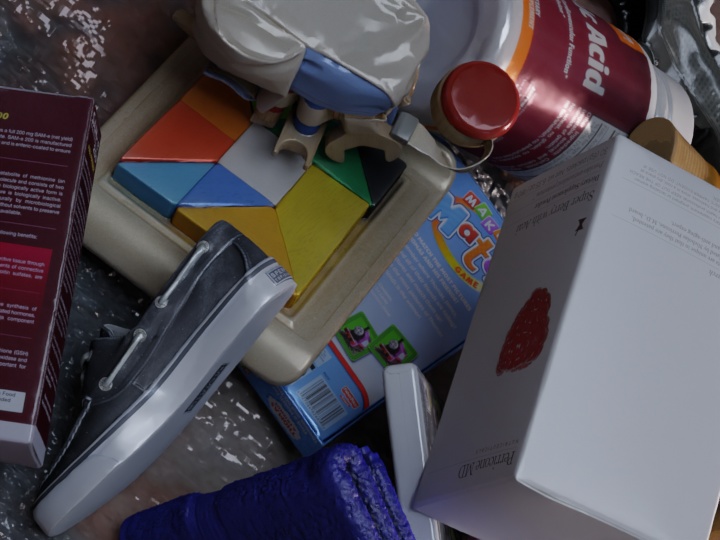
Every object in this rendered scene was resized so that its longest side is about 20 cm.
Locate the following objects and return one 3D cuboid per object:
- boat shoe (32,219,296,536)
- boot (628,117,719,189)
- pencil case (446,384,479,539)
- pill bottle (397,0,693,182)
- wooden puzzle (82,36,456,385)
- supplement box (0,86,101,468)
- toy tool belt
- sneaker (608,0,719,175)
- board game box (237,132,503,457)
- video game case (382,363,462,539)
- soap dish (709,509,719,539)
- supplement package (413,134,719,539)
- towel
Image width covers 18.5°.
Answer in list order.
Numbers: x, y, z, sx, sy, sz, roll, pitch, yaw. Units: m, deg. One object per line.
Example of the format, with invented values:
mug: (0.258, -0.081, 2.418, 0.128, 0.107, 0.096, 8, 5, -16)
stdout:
boat shoe: (-0.124, 0.059, 1.237, 0.068, 0.072, 0.200, 42, 98, 10)
boot: (0.190, 0.020, 1.370, 0.144, 0.071, 0.202, 49, 54, -43)
pencil case: (0.100, 0.152, 1.304, 0.086, 0.083, 0.201, 3, 60, -15)
pill bottle: (0.114, -0.115, 1.393, 0.200, 0.114, 0.115, 23, 66, -42)
wooden puzzle: (-0.060, -0.054, 1.313, 0.185, 0.037, 0.200, 36, 57, 3)
supplement box: (-0.212, -0.001, 1.218, 0.108, 0.061, 0.201, 8, 72, 1)
toy tool belt: (-0.012, -0.120, 1.286, 0.199, 0.123, 0.125, 29, 69, -6)
sneaker: (0.212, -0.128, 1.503, 0.090, 0.066, 0.201, -12, 80, -28)
board game box: (0.000, 0.000, 1.356, 0.200, 0.037, 0.152, -33, 84, -30)
video game case: (0.044, 0.163, 1.280, 0.023, 0.182, 0.201, -8, 79, 5)
soap dish: (0.191, 0.247, 1.348, 0.156, 0.081, 0.201, -6, 77, 4)
supplement package: (0.130, 0.052, 1.190, 0.119, 0.121, 0.201, 26, 67, -18)
towel: (-0.036, 0.177, 1.211, 0.049, 0.200, 0.148, -30, 95, -44)
